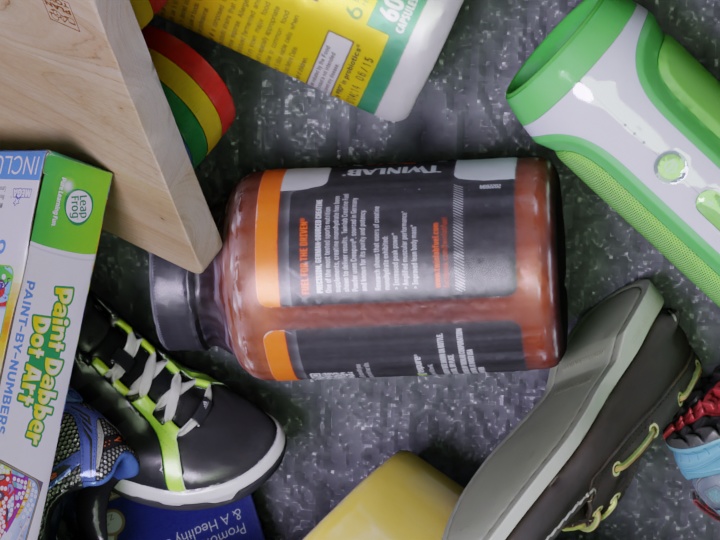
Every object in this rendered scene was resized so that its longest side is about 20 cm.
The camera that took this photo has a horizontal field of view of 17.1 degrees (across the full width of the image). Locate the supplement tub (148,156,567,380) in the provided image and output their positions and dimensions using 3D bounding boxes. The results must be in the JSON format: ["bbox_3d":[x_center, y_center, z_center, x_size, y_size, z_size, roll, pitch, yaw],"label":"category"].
[{"bbox_3d":[0.000,0.000,1.179,0.199,0.107,0.107,-2,107,7],"label":"supplement tub"}]

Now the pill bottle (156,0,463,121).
[{"bbox_3d":[-0.047,-0.160,1.133,0.200,0.113,0.113,25,107,-2],"label":"pill bottle"}]

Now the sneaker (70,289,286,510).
[{"bbox_3d":[-0.133,0.055,1.202,0.200,0.072,0.083,19,140,8],"label":"sneaker"}]

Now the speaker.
[{"bbox_3d":[0.166,-0.044,1.162,0.200,0.088,0.088,42,106,-7],"label":"speaker"}]

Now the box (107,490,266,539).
[{"bbox_3d":[-0.097,0.191,1.258,0.121,0.032,0.200,-22,107,-20],"label":"box"}]

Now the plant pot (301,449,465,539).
[{"bbox_3d":[0.043,0.201,1.201,0.189,0.201,0.201,44,106,7],"label":"plant pot"}]

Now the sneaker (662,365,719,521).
[{"bbox_3d":[0.259,0.076,1.206,0.200,0.079,0.096,-18,117,17],"label":"sneaker"}]

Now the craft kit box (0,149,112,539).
[{"bbox_3d":[-0.211,0.041,1.146,0.048,0.200,0.198,20,79,-42],"label":"craft kit box"}]

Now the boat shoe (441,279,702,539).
[{"bbox_3d":[0.108,0.088,1.162,0.061,0.201,0.072,49,143,-14],"label":"boat shoe"}]

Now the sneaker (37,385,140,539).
[{"bbox_3d":[-0.166,0.151,1.158,0.078,0.075,0.200,25,105,25],"label":"sneaker"}]

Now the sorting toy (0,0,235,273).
[{"bbox_3d":[-0.153,-0.115,1.116,0.200,0.070,0.199,25,153,28],"label":"sorting toy"}]
